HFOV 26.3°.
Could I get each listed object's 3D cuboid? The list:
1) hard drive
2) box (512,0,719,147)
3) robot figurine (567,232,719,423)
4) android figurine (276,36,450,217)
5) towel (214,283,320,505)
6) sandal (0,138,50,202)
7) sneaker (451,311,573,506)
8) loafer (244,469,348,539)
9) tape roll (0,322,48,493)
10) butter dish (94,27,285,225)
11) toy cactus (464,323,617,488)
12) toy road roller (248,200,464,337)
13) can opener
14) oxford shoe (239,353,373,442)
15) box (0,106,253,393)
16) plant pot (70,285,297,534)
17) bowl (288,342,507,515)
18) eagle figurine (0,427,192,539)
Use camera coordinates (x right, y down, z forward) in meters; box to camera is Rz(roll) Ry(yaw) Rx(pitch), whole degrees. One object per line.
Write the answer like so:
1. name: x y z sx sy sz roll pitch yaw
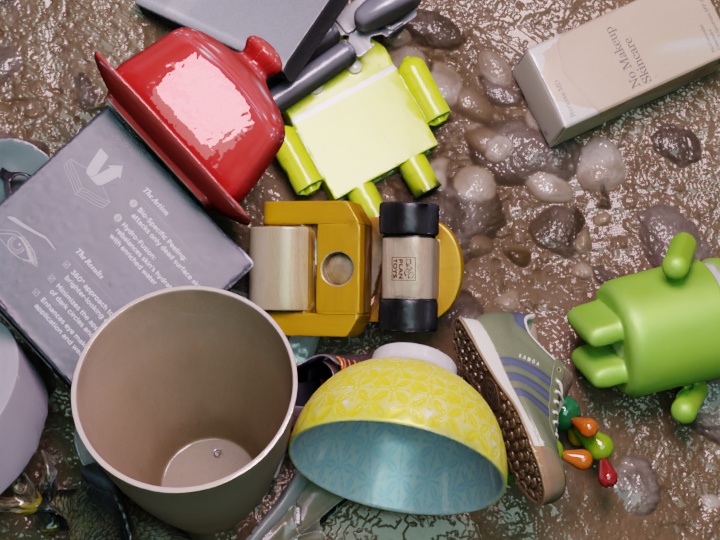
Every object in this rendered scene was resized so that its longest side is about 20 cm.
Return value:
1. hard drive: -0.108 -0.278 1.511 0.199 0.033 0.140 27 76 28
2. box: 0.265 -0.212 1.561 0.198 0.078 0.096 -26 84 -10
3. robot figurine: 0.305 0.054 1.496 0.197 0.116 0.178 -12 108 -10
4. android figurine: -0.004 -0.150 1.541 0.181 0.041 0.202 -27 85 -10
5. towel: -0.149 0.107 1.481 0.190 0.035 0.202 20 79 -2
6. sandal: -0.302 -0.049 1.488 0.076 0.043 0.201 -36 85 -10
7. sneaker: 0.161 0.116 1.412 0.089 0.067 0.201 -12 55 -20
8. loafer: -0.063 0.252 1.442 0.069 0.075 0.201 35 78 5
9. tape roll: -0.383 0.133 1.379 0.198 0.067 0.202 -12 45 12
10. butter dish: -0.133 -0.154 1.417 0.148 0.199 0.200 -44 93 -4
11. toy cactus: 0.154 0.133 1.492 0.197 0.103 0.167 8 60 -2
12. toy road roller: 0.000 0.000 1.469 0.197 0.146 0.125 0 89 12
13. can opener: -0.030 -0.224 1.505 0.199 0.067 0.053 -37 72 -7
14. oxford shoe: -0.015 0.111 1.450 0.198 0.073 0.072 -16 65 -31
15. box: -0.237 -0.004 1.417 0.200 0.117 0.197 -43 92 -11
16. plant pot: -0.140 0.146 1.333 0.185 0.201 0.189 -1 58 2
17. bowl: 0.040 0.131 1.378 0.197 0.201 0.109 13 60 -3
18. eagle figurine: -0.223 0.240 1.377 0.198 0.151 0.153 12 114 29
